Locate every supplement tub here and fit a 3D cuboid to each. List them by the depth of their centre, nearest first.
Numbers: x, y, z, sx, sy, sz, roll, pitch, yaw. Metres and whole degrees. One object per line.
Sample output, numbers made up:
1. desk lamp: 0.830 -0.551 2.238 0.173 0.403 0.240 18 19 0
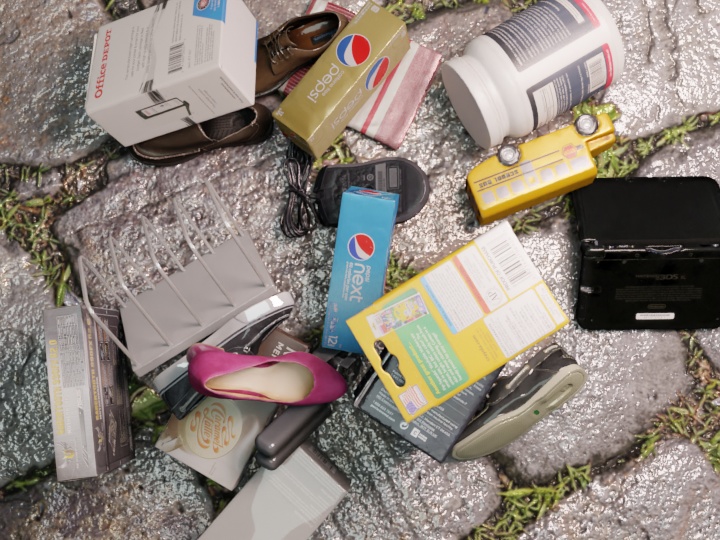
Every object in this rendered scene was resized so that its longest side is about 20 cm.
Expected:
1. supplement tub: 0.220 -0.259 1.038 0.199 0.140 0.141 -30 85 -2

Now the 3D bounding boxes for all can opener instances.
1. can opener: -0.069 0.160 1.007 0.067 0.054 0.200 26 45 27

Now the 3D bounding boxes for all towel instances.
1. towel: -0.006 -0.270 1.104 0.199 0.023 0.145 27 88 5

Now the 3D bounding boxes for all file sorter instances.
1. file sorter: -0.232 0.001 1.000 0.199 0.139 0.125 -32 129 -2

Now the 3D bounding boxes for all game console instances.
1. game console: 0.382 -0.023 1.074 0.198 0.117 0.177 -1 114 2

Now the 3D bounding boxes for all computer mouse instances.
1. computer mouse: -0.004 -0.106 1.076 0.199 0.053 0.140 2 83 12

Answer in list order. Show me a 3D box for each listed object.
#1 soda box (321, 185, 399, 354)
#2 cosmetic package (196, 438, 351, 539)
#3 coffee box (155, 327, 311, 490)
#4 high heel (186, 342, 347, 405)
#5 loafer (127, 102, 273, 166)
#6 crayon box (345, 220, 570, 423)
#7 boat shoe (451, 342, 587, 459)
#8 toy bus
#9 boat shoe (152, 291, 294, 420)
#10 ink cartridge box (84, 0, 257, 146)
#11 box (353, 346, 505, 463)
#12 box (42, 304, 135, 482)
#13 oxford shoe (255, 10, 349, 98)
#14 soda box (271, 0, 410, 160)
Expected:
1. soda box: 0.000 0.000 1.024 0.067 0.064 0.201 10 104 5
2. cosmetic package: -0.114 0.313 1.018 0.107 0.090 0.200 43 90 6
3. coffee box: -0.158 0.159 1.035 0.114 0.080 0.201 29 86 4
4. high heel: -0.096 0.126 0.903 0.199 0.096 0.068 21 97 -23
5. loafer: -0.217 -0.193 1.074 0.199 0.071 0.073 -15 84 -1
6. crayon box: 0.100 0.054 0.854 0.199 0.052 0.126 -31 86 -3
7. boat shoe: 0.194 0.172 1.044 0.200 0.072 0.068 -38 49 4
8. toy bus: 0.236 -0.134 1.057 0.199 0.065 0.079 -21 78 2
9. boat shoe: -0.152 0.104 0.964 0.200 0.072 0.068 -36 80 1
10. ink cartridge box: -0.238 -0.260 1.026 0.199 0.084 0.147 -13 61 21
11. box: 0.093 0.106 0.976 0.124 0.200 0.197 32 86 3
12. box: -0.332 0.147 1.001 0.048 0.158 0.202 -7 85 0
13. oxford shoe: -0.108 -0.290 1.061 0.199 0.084 0.073 -28 84 6
14. soda box: -0.023 -0.245 1.047 0.064 0.068 0.200 37 85 16
